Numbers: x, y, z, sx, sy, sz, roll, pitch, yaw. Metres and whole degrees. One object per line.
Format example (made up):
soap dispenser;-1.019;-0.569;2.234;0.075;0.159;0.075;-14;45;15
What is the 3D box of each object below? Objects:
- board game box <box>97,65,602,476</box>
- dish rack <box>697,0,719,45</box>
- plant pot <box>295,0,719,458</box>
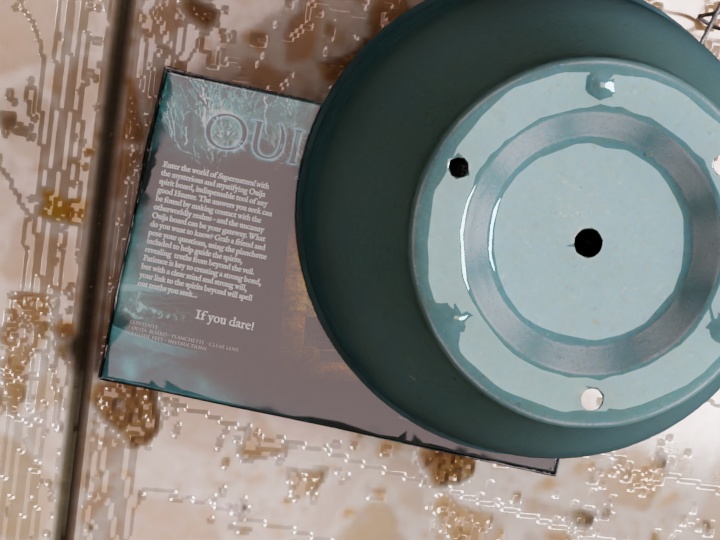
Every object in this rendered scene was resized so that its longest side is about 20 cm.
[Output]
board game box;0.000;0.000;1.265;0.199;0.028;0.136;13;92;-5
dish rack;0.201;-0.078;1.320;0.153;0.055;0.201;29;86;-18
plant pot;0.078;-0.018;1.161;0.199;0.188;0.201;0;93;-4
